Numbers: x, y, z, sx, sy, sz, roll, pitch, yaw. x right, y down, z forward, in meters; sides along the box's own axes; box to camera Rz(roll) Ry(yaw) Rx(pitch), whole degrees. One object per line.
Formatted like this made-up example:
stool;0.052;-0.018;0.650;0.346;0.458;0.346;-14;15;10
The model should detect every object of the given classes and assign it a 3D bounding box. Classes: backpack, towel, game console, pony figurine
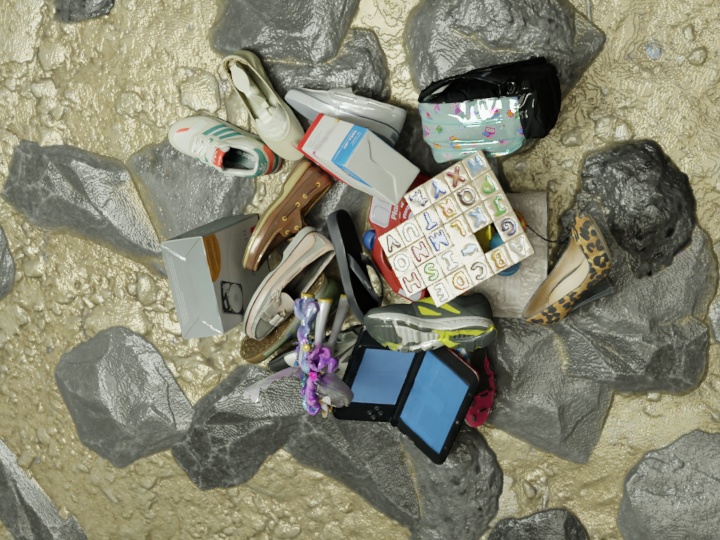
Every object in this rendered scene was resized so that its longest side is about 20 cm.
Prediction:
backpack;0.181;-0.231;1.602;0.199;0.167;0.127;-5;106;25
towel;0.224;-0.024;1.698;0.132;0.034;0.201;1;103;17
game console;0.067;0.196;1.726;0.171;0.119;0.201;6;125;-20
pony figurine;-0.070;0.138;1.682;0.165;0.193;0.201;8;95;19

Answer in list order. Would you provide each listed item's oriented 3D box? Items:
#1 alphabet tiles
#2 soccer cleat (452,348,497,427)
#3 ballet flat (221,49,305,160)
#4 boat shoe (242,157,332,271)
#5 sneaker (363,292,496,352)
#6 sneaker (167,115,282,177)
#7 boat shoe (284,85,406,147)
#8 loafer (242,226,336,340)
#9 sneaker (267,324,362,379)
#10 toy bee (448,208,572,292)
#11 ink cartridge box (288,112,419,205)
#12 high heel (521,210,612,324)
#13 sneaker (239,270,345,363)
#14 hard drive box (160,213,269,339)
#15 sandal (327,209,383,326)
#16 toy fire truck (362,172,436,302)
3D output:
alphabet tiles;0.127;-0.052;1.582;0.199;0.008;0.168;-30;80;20
soccer cleat;0.165;0.149;1.748;0.086;0.070;0.201;17;121;47
ballet flat;-0.155;-0.260;1.733;0.069;0.069;0.201;-35;84;22
boat shoe;-0.117;-0.080;1.743;0.067;0.072;0.201;32;83;3
sneaker;0.105;0.073;1.661;0.199;0.085;0.075;4;136;3
sneaker;-0.228;-0.198;1.767;0.199;0.093;0.071;19;108;12
boat shoe;-0.021;-0.252;1.710;0.199;0.074;0.066;23;79;16
loafer;-0.111;0.027;1.727;0.063;0.072;0.201;32;89;30
sneaker;-0.058;0.152;1.807;0.199;0.074;0.089;-17;95;21
toy bee;0.206;-0.047;1.638;0.109;0.199;0.131;61;151;27
ink cartridge box;-0.014;-0.172;1.658;0.116;0.200;0.067;34;88;-33
high heel;0.290;0.003;1.601;0.142;0.072;0.200;-23;138;1
sneaker;-0.100;0.090;1.797;0.200;0.090;0.067;-46;44;15
hard drive box;-0.223;0.005;1.755;0.076;0.200;0.157;-8;101;21
sandal;0.000;0.000;1.718;0.043;0.076;0.201;-19;91;26
toy fire truck;0.077;-0.061;1.704;0.168;0.112;0.201;29;118;39
